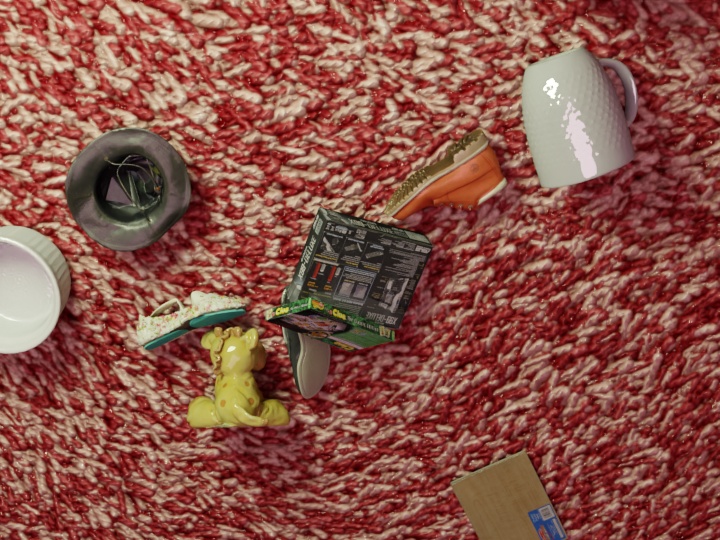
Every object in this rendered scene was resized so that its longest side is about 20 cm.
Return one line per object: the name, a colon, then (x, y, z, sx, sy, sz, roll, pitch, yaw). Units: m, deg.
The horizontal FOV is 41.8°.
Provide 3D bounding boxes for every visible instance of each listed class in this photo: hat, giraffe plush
hat: (-0.366, -0.137, 1.500, 0.197, 0.081, 0.204, -2, 110, -6)
giraffe plush: (-0.210, 0.179, 1.579, 0.169, 0.200, 0.165, -2, 81, 7)

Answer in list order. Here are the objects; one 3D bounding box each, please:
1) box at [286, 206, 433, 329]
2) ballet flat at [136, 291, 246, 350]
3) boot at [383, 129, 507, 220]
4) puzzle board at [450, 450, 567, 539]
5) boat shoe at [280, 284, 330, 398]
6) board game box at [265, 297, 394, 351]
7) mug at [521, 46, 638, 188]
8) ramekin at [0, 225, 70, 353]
box: (0.000, 0.000, 1.511, 0.197, 0.050, 0.160, 12, 113, -26)
ballet flat: (-0.290, 0.072, 1.581, 0.197, 0.076, 0.065, -20, 75, 4)
boot: (0.135, -0.121, 1.488, 0.198, 0.075, 0.108, -32, 111, 12)
puzzle board: (0.271, 0.435, 1.713, 0.149, 0.017, 0.202, -25, 108, 10)
boat shoe: (-0.097, 0.120, 1.596, 0.071, 0.067, 0.203, -23, 120, -35)
board game box: (-0.047, 0.089, 1.516, 0.104, 0.024, 0.199, -19, 150, 38)
mug: (0.334, -0.241, 1.408, 0.198, 0.147, 0.178, -24, 102, -21)
ramekin: (-0.578, 0.025, 1.557, 0.196, 0.098, 0.204, 1, 111, 2)
